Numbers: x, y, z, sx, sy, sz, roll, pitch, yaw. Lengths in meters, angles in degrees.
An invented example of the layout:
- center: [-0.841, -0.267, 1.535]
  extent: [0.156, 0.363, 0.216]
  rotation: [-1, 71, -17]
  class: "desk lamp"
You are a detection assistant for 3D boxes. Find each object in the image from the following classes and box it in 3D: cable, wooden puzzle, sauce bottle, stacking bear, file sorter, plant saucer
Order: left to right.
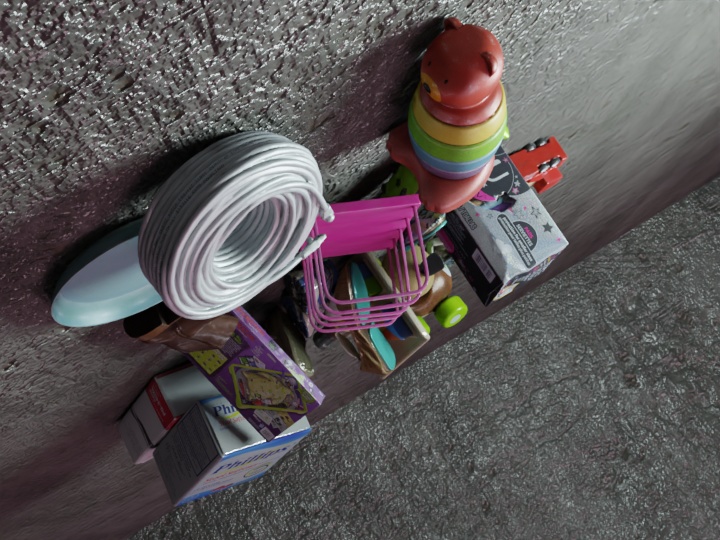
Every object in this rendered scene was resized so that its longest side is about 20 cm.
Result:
- center: [-0.230, -0.006, 0.830]
  extent: [0.199, 0.028, 0.200]
  rotation: [-31, 166, -8]
  class: "plant saucer"
- center: [-0.120, -0.045, 0.767]
  extent: [0.200, 0.069, 0.200]
  rotation: [-41, 157, -18]
  class: "cable"
- center: [-0.020, 0.091, 1.547]
  extent: [0.200, 0.065, 0.065]
  rotation: [-43, 162, 33]
  class: "sauce bottle"
- center: [0.000, 0.000, 1.026]
  extent: [0.138, 0.126, 0.200]
  rotation: [-7, 167, -10]
  class: "file sorter"
- center: [0.013, 0.076, 1.307]
  extent: [0.046, 0.186, 0.200]
  rotation: [-28, 167, -31]
  class: "wooden puzzle"
- center: [0.099, -0.170, 0.823]
  extent: [0.113, 0.122, 0.200]
  rotation: [-27, 158, -11]
  class: "stacking bear"

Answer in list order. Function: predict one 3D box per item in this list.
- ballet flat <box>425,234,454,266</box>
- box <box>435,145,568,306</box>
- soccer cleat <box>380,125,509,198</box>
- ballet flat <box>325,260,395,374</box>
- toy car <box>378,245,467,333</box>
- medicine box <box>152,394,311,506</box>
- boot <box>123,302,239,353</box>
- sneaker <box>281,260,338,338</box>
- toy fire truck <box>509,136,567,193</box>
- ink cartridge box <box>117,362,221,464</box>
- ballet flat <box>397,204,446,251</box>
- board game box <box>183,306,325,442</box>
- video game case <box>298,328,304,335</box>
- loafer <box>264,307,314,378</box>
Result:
- center: [0.161, -0.057, 1.402]
  extent: [0.074, 0.074, 0.200]
  rotation: [-25, 161, -27]
  class: "ballet flat"
- center: [0.179, -0.074, 1.118]
  extent: [0.114, 0.201, 0.132]
  rotation: [-30, 167, -11]
  class: "box"
- center: [0.104, -0.129, 1.017]
  extent: [0.081, 0.068, 0.200]
  rotation: [23, 130, -35]
  class: "soccer cleat"
- center: [-0.010, 0.080, 1.221]
  extent: [0.072, 0.201, 0.068]
  rotation: [-12, -150, 21]
  class: "ballet flat"
- center: [0.092, -0.002, 1.311]
  extent: [0.157, 0.165, 0.201]
  rotation: [-26, 153, -22]
  class: "toy car"
- center: [-0.214, 0.283, 1.318]
  extent: [0.181, 0.103, 0.200]
  rotation: [-8, 152, -43]
  class: "medicine box"
- center: [-0.188, 0.057, 1.043]
  extent: [0.185, 0.065, 0.200]
  rotation: [-19, 162, 8]
  class: "boot"
- center: [-0.069, 0.044, 1.261]
  extent: [0.085, 0.077, 0.200]
  rotation: [-32, 167, -19]
  class: "sneaker"
- center: [0.277, -0.162, 1.350]
  extent: [0.199, 0.049, 0.141]
  rotation: [-26, 165, -24]
  class: "toy fire truck"
- center: [-0.314, 0.238, 1.375]
  extent: [0.145, 0.084, 0.200]
  rotation: [-19, 161, -45]
  class: "ink cartridge box"
- center: [0.068, -0.068, 1.136]
  extent: [0.074, 0.075, 0.200]
  rotation: [-29, 178, -12]
  class: "ballet flat"
- center: [-0.161, 0.148, 1.168]
  extent: [0.120, 0.200, 0.032]
  rotation: [-37, -172, 30]
  class: "board game box"
- center: [-0.157, 0.165, 1.428]
  extent: [0.200, 0.023, 0.182]
  rotation: [-43, -171, 33]
  class: "video game case"
- center: [-0.127, 0.122, 1.258]
  extent: [0.067, 0.076, 0.200]
  rotation: [-36, -159, 2]
  class: "loafer"
